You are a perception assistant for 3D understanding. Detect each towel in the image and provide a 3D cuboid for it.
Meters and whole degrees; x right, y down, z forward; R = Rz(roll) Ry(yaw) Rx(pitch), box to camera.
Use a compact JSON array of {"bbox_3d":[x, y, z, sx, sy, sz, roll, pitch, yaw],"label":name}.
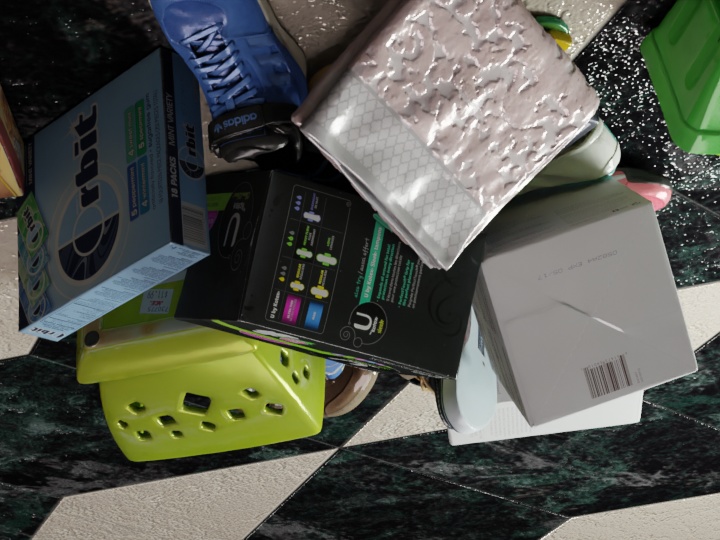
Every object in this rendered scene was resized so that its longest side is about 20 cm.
[{"bbox_3d":[0.068,-0.121,1.462,0.191,0.032,0.200,-48,127,-2],"label":"towel"}]

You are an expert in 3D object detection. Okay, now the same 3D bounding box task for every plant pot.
[{"bbox_3d":[-0.152,0.039,1.762,0.198,0.201,0.182,-11,148,14],"label":"plant pot"}]

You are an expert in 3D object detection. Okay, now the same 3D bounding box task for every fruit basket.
[{"bbox_3d":[0.323,-0.138,1.553,0.213,0.157,0.217,-6,138,-6],"label":"fruit basket"}]

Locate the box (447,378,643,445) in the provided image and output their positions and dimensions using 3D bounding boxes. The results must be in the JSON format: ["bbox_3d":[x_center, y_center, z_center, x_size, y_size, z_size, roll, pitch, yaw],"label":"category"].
[{"bbox_3d":[0.176,0.078,1.957,0.198,0.154,0.107,-6,155,2],"label":"box"}]

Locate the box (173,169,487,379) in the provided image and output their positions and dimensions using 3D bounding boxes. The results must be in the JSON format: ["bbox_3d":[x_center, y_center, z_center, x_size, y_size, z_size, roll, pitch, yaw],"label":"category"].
[{"bbox_3d":[-0.025,0.005,1.570,0.198,0.126,0.148,15,173,-24],"label":"box"}]

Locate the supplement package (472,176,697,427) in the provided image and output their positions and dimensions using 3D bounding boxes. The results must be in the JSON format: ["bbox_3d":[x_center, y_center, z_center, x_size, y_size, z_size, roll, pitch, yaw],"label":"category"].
[{"bbox_3d":[0.177,0.018,1.671,0.150,0.152,0.200,-18,-168,-2],"label":"supplement package"}]

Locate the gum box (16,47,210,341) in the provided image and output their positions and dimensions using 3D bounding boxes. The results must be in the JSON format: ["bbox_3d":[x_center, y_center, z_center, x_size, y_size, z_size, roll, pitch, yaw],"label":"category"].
[{"bbox_3d":[-0.203,-0.058,1.561,0.044,0.172,0.199,17,146,-42],"label":"gum box"}]

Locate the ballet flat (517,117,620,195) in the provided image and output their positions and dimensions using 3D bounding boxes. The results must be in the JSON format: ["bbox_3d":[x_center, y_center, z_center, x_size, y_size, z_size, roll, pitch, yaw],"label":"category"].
[{"bbox_3d":[0.126,-0.095,1.695,0.198,0.070,0.070,-15,154,9],"label":"ballet flat"}]

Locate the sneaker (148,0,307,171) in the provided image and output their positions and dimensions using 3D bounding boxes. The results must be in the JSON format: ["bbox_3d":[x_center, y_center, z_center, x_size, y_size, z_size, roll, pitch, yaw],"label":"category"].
[{"bbox_3d":[-0.095,-0.145,1.466,0.076,0.112,0.200,-14,154,17],"label":"sneaker"}]

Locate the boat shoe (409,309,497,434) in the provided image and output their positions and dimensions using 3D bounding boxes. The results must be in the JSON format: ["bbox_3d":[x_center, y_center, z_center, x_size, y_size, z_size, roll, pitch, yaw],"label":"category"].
[{"bbox_3d":[0.076,0.095,1.832,0.090,0.201,0.071,-24,117,22],"label":"boat shoe"}]

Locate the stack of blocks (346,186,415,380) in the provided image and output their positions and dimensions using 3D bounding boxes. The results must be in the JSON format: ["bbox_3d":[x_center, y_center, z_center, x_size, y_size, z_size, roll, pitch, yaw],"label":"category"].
[{"bbox_3d":[0.000,0.000,1.748,0.058,0.116,0.199,-26,135,35],"label":"stack of blocks"}]

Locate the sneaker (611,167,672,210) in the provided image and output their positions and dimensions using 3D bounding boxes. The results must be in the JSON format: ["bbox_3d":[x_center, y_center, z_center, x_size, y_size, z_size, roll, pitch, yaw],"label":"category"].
[{"bbox_3d":[0.208,-0.029,1.812,0.199,0.088,0.073,-23,152,32],"label":"sneaker"}]

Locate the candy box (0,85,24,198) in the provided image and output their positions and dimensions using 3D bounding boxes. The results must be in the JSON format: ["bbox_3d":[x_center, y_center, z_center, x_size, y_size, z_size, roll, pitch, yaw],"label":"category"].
[{"bbox_3d":[-0.379,-0.099,1.570,0.198,0.056,0.116,-6,155,-1],"label":"candy box"}]

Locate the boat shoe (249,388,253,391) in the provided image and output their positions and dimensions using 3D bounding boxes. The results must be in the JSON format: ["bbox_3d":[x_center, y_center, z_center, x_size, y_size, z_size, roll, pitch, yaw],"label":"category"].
[{"bbox_3d":[-0.168,0.089,1.981,0.199,0.071,0.064,19,103,-44],"label":"boat shoe"}]

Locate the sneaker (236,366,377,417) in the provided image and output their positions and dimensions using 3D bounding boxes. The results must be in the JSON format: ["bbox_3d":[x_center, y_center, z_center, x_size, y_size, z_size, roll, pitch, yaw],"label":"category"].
[{"bbox_3d":[-0.063,0.125,2.107,0.075,0.071,0.199,16,147,-37],"label":"sneaker"}]

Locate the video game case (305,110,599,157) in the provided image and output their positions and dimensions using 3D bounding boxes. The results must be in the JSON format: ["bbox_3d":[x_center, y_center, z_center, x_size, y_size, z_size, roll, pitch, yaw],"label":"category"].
[{"bbox_3d":[0.072,-0.113,1.552,0.199,0.019,0.143,16,143,-35],"label":"video game case"}]

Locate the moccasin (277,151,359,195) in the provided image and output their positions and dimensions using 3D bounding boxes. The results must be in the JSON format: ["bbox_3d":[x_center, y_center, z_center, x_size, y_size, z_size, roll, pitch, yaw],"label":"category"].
[{"bbox_3d":[-0.024,-0.089,1.652,0.199,0.069,0.080,21,145,-41],"label":"moccasin"}]

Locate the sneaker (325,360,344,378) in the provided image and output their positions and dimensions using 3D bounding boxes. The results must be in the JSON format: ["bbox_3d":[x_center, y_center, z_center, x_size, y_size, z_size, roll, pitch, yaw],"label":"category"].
[{"bbox_3d":[-0.104,0.064,1.895,0.198,0.076,0.077,12,141,22],"label":"sneaker"}]

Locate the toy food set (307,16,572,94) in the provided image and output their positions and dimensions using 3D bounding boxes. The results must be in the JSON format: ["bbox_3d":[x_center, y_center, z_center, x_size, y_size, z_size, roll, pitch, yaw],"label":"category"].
[{"bbox_3d":[0.069,-0.148,1.559,0.196,0.049,0.200,12,145,-32],"label":"toy food set"}]
